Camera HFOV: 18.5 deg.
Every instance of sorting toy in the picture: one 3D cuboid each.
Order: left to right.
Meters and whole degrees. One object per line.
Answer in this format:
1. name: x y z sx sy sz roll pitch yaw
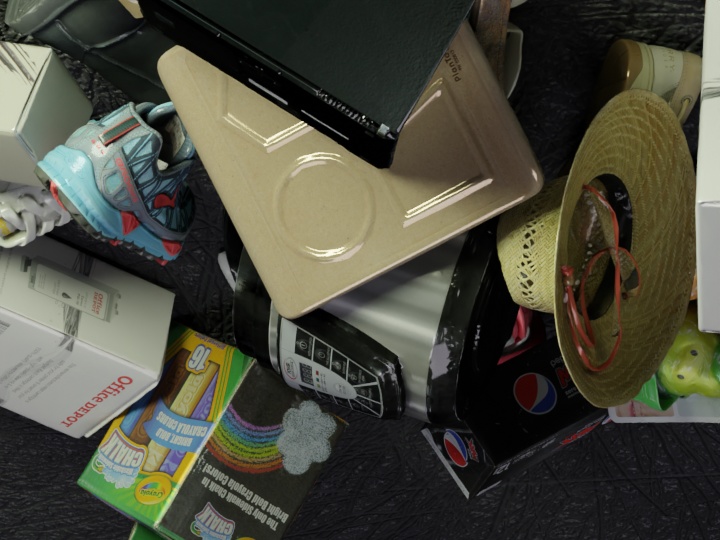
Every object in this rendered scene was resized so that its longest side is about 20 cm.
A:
1. sorting toy: -0.007 -0.091 1.356 0.199 0.186 0.036 -27 179 22

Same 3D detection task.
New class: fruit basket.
1. fruit basket: 0.245 0.025 1.523 0.199 0.094 0.186 3 111 38

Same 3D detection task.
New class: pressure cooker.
1. pressure cooker: 0.001 -0.002 1.472 0.199 0.177 0.179 18 -169 13

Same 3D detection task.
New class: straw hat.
1. straw hat: 0.131 -0.016 1.377 0.085 0.202 0.201 4 151 34

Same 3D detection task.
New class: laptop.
1. laptop: -0.031 -0.155 1.239 0.177 0.104 0.200 32 175 2

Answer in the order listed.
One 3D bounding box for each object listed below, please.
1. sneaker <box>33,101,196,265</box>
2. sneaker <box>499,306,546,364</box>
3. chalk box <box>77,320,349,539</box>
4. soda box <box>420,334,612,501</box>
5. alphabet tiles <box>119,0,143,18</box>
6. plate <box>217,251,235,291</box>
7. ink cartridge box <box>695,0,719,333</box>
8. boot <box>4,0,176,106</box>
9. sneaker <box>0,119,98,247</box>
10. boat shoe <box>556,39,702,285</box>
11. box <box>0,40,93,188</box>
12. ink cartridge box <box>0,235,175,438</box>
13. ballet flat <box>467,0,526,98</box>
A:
1. sneaker: -0.134 -0.063 1.451 0.095 0.079 0.200 -43 171 7
2. sneaker: 0.094 0.036 1.627 0.074 0.087 0.200 -29 140 4
3. chalk box: -0.130 0.165 1.765 0.125 0.200 0.124 39 169 -38
4. soda box: 0.146 0.091 1.636 0.199 0.071 0.063 -25 161 -29
5. alphabet tiles: -0.077 -0.191 1.261 0.199 0.008 0.167 -6 146 32
6. plate: 0.004 0.048 1.737 0.199 0.032 0.200 -2 146 14
7. ink cartridge box: 0.245 -0.080 1.325 0.082 0.201 0.147 2 147 10
8. boot: -0.104 -0.149 1.419 0.200 0.066 0.165 33 149 -29
9. sneaker: -0.227 -0.057 1.579 0.199 0.081 0.077 -1 145 12
10. boat shoe: 0.174 -0.061 1.463 0.065 0.072 0.201 6 126 -14
11. box: -0.286 -0.114 1.469 0.199 0.069 0.082 11 157 21
12. ink cartridge box: -0.268 0.041 1.739 0.199 0.083 0.146 25 144 -24
13. ballet flat: 0.072 -0.156 1.365 0.067 0.068 0.201 -18 134 -27
